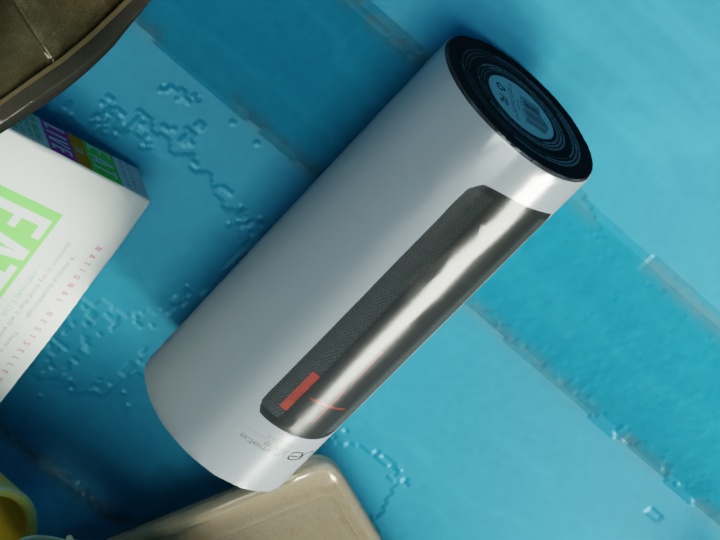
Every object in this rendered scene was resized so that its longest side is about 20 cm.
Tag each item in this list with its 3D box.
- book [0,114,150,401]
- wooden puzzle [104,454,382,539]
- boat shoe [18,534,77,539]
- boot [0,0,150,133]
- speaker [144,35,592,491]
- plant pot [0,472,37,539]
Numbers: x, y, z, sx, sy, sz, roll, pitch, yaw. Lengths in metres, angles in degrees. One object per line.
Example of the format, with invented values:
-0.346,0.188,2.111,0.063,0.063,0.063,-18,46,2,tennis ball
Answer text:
-0.202,-0.028,1.047,0.200,0.048,0.134,26,114,-35,book
-0.055,0.181,1.207,0.185,0.037,0.200,-23,121,14,wooden puzzle
-0.117,0.138,1.074,0.063,0.071,0.200,-43,149,15,boat shoe
-0.117,-0.112,0.994,0.200,0.074,0.076,-43,101,-8,boot
0.000,0.000,1.071,0.081,0.081,0.200,37,115,-18,speaker
-0.257,0.113,1.095,0.142,0.200,0.200,46,118,18,plant pot
